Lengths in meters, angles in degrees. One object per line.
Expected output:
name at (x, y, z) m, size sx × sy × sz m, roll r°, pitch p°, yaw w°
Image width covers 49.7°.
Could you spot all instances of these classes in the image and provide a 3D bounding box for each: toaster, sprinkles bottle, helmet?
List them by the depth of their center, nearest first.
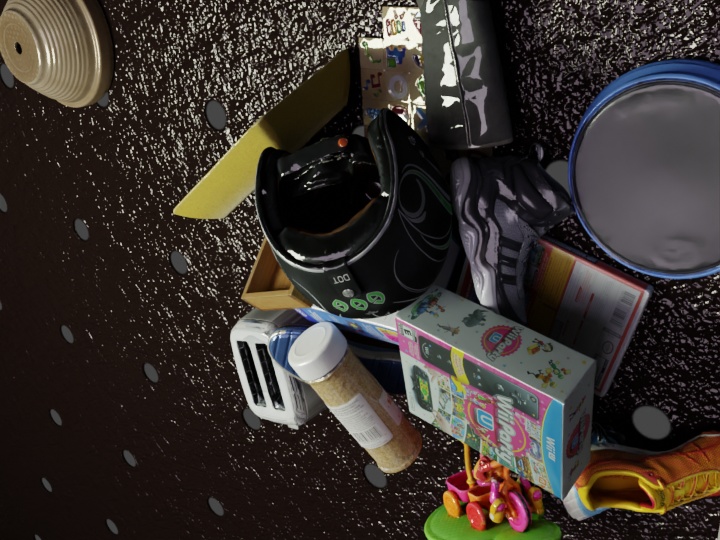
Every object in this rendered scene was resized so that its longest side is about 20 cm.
helmet at (0.001, -0.053, 0.769) m, size 0.196 × 0.190 × 0.204 m, roll -6°, pitch 75°, yaw 21°
sprinkles bottle at (-0.003, 0.153, 0.918) m, size 0.067 × 0.069 × 0.201 m, roll -12°, pitch 125°, yaw 41°
toaster at (-0.093, 0.110, 1.049) m, size 0.112 × 0.129 × 0.204 m, roll 3°, pitch 114°, yaw 36°

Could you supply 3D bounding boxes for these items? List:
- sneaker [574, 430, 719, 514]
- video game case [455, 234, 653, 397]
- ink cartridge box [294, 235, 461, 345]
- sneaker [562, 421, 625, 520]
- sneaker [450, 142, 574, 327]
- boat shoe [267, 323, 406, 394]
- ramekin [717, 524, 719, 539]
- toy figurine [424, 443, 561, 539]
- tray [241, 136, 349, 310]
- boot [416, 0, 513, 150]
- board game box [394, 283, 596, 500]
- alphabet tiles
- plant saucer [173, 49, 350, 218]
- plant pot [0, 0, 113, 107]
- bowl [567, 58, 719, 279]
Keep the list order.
sneaker at (0.317, 0.214, 0.783) m, size 0.196 × 0.077 × 0.074 m, roll -12°, pitch 112°, yaw 14°
video game case at (0.200, 0.033, 0.850) m, size 0.198 × 0.017 × 0.145 m, roll 29°, pitch 128°, yaw 24°
ink cartridge box at (0.000, 0.000, 0.906) m, size 0.197 × 0.138 × 0.076 m, roll 13°, pitch 162°, yaw 33°
sneaker at (0.245, 0.179, 0.865) m, size 0.089 × 0.079 × 0.202 m, roll -20°, pitch 108°, yaw 24°
sneaker at (0.165, -0.026, 0.785) m, size 0.112 × 0.076 × 0.203 m, roll -14°, pitch 104°, yaw 17°
boat shoe at (-0.019, 0.102, 0.971) m, size 0.196 × 0.073 × 0.073 m, roll 16°, pitch 118°, yaw -9°
ramekin at (0.425, 0.271, 0.710) m, size 0.196 × 0.105 × 0.203 m, roll 11°, pitch 124°, yaw 17°
toy figurine at (0.138, 0.213, 0.909) m, size 0.199 × 0.148 × 0.188 m, roll -1°, pitch 104°, yaw 67°
tray at (-0.064, -0.053, 0.901) m, size 0.037 × 0.203 × 0.098 m, roll 34°, pitch 154°, yaw -34°
boot at (0.120, -0.220, 0.739) m, size 0.180 × 0.072 × 0.204 m, roll 5°, pitch 108°, yaw 48°
board game box at (0.134, 0.119, 0.788) m, size 0.198 × 0.064 × 0.149 m, roll 24°, pitch 141°, yaw 36°
alphabet tiles at (0.070, -0.181, 0.849) m, size 0.164 × 0.006 × 0.204 m, roll 13°, pitch 120°, yaw 32°
plant saucer at (-0.099, -0.142, 0.881) m, size 0.049 × 0.201 × 0.199 m, roll 47°, pitch 135°, yaw -9°
plant pot at (-0.461, -0.333, 1.137) m, size 0.198 × 0.092 × 0.204 m, roll 18°, pitch 123°, yaw 29°
bowl at (0.282, -0.086, 0.707) m, size 0.198 × 0.039 × 0.204 m, roll 19°, pitch 123°, yaw 31°
